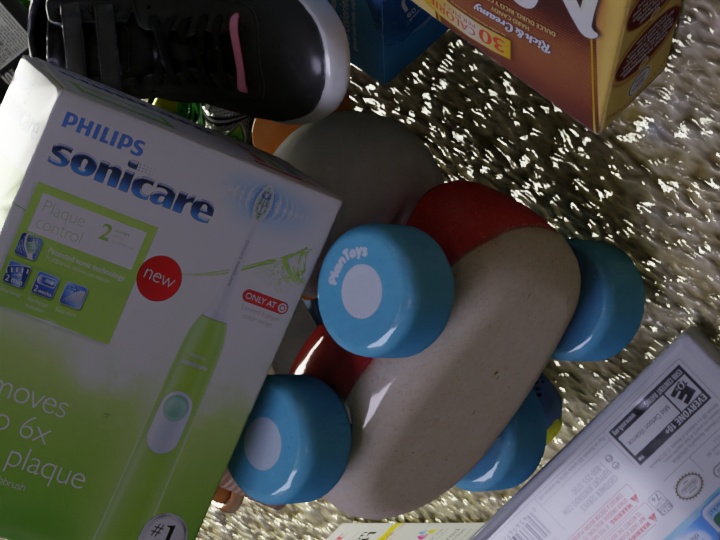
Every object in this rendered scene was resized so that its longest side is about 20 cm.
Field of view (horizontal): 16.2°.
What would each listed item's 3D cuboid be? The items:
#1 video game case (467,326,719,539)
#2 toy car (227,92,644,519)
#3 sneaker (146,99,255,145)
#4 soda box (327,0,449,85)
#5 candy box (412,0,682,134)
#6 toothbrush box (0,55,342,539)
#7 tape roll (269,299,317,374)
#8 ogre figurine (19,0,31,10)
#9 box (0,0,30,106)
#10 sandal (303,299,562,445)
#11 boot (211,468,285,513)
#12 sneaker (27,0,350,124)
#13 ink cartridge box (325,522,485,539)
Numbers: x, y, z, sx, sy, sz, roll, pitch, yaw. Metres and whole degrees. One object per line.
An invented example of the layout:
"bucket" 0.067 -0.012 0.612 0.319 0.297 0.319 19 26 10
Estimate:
"video game case" 0.162 0.159 1.277 0.182 0.024 0.200 45 112 4
"toy car" 0.000 0.000 1.254 0.200 0.184 0.177 50 120 31
"sneaker" -0.056 -0.097 1.358 0.085 0.078 0.200 41 164 -3
"soda box" 0.005 -0.180 1.135 0.068 0.064 0.200 36 153 24
"candy box" 0.082 -0.159 1.053 0.116 0.056 0.200 37 154 19
"toothbrush box" -0.120 0.025 1.160 0.145 0.201 0.086 22 -174 -24
"tape roll" -0.093 0.014 1.466 0.203 0.037 0.203 44 158 22
"ogre figurine" -0.185 -0.183 1.397 0.200 0.098 0.120 -27 93 52
"box" -0.165 -0.048 1.375 0.200 0.050 0.158 48 156 -2
"sandal" 0.028 0.044 1.413 0.199 0.079 0.087 27 145 34
"boot" -0.109 0.061 1.335 0.154 0.074 0.200 30 171 -10
"sneaker" -0.089 -0.101 1.195 0.200 0.099 0.071 17 115 54
"ink cartridge box" 0.012 0.237 1.630 0.086 0.148 0.200 54 153 -15
